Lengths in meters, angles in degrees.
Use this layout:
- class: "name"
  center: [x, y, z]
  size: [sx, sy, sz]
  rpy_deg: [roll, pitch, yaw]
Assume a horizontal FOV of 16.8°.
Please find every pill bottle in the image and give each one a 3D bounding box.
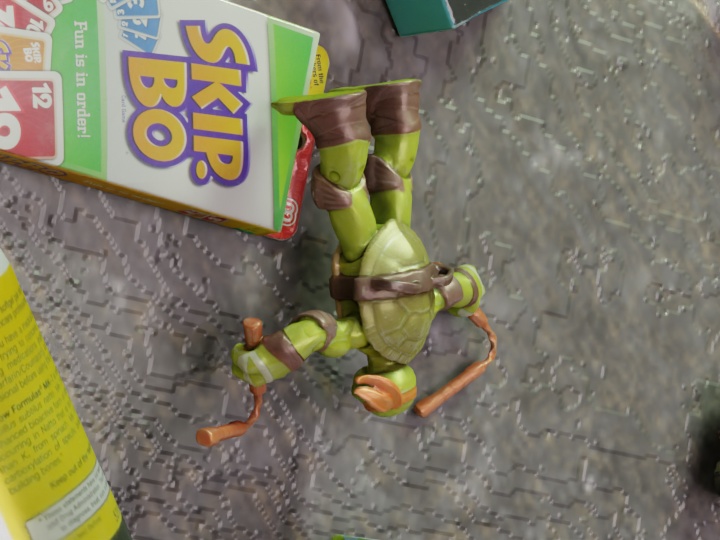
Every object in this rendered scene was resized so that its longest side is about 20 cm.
- class: "pill bottle"
  center: [-0.175, 0.056, 0.967]
  size: [0.114, 0.114, 0.201]
  rpy_deg: [-29, 104, -29]

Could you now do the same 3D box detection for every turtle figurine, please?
- class: "turtle figurine"
  center: [0.000, 0.000, 1.088]
  size: [0.199, 0.064, 0.162]
  rpy_deg: [-14, 100, -44]

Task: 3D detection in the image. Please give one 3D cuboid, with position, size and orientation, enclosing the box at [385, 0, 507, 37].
- class: "box"
  center: [0.024, -0.217, 1.133]
  size: [0.082, 0.049, 0.201]
  rpy_deg: [-29, 104, -29]

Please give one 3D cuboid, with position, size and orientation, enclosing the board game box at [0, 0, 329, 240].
- class: "board game box"
  center: [-0.100, -0.081, 1.069]
  size: [0.199, 0.030, 0.096]
  rpy_deg: [16, 80, -33]

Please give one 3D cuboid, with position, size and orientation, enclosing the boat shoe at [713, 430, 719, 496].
- class: "boat shoe"
  center: [0.271, 0.080, 1.270]
  size: [0.199, 0.076, 0.074]
  rpy_deg: [-1, 87, -33]

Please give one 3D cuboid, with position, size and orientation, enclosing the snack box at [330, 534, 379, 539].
- class: "snack box"
  center: [-0.008, 0.217, 1.052]
  size: [0.053, 0.142, 0.201]
  rpy_deg: [37, 71, -25]
